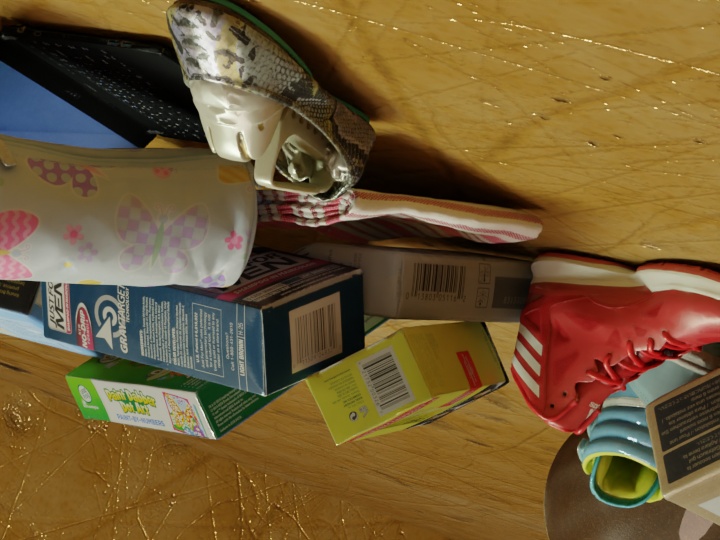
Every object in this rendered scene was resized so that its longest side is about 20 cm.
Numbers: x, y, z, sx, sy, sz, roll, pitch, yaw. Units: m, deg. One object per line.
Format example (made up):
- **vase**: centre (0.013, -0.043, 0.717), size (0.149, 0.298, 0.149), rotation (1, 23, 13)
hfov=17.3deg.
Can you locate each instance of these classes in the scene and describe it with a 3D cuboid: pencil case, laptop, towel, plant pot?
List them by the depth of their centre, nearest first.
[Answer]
- **pencil case**: centre (-0.162, -0.038, 1.416), size (0.199, 0.091, 0.083), rotation (5, -166, -21)
- **laptop**: centre (-0.163, -0.070, 1.455), size (0.199, 0.104, 0.177), rotation (11, 168, 33)
- **towel**: centre (0.002, -0.030, 1.503), size (0.146, 0.030, 0.200), rotation (5, 178, -33)
- **plant pot**: centre (0.265, 0.168, 1.873), size (0.186, 0.188, 0.200), rotation (19, 155, -8)

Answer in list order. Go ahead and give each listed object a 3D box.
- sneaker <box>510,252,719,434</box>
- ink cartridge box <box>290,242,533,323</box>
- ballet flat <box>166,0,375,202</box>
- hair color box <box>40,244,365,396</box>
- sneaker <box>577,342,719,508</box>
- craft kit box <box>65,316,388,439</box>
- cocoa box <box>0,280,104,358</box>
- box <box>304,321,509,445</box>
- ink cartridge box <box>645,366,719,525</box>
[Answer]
- **sneaker**: centre (0.180, 0.058, 1.522), size (0.078, 0.116, 0.200), rotation (25, 168, -39)
- **ink cartridge box**: centre (0.000, 0.000, 1.609), size (0.199, 0.048, 0.160), rotation (11, -175, 39)
- **ballet flat**: centre (-0.049, -0.084, 1.295), size (0.072, 0.072, 0.200), rotation (12, 168, 29)
- **hair color box**: centre (-0.104, 0.021, 1.526), size (0.199, 0.061, 0.100), rotation (12, -158, 38)
- **sneaker**: centre (0.188, 0.098, 1.649), size (0.079, 0.131, 0.200), rotation (22, 178, 0)
- **craft kit box**: centre (-0.092, 0.052, 1.780), size (0.197, 0.200, 0.049), rotation (-2, 117, 56)
- **cocoa box**: centre (-0.284, -0.028, 1.794), size (0.199, 0.132, 0.133), rotation (13, 169, 23)
- **box**: centre (0.034, 0.070, 1.530), size (0.075, 0.050, 0.200), rotation (-27, 172, 14)
- **ink cartridge box**: centre (0.309, 0.115, 1.534), size (0.164, 0.075, 0.200), rotation (-30, 141, 33)
